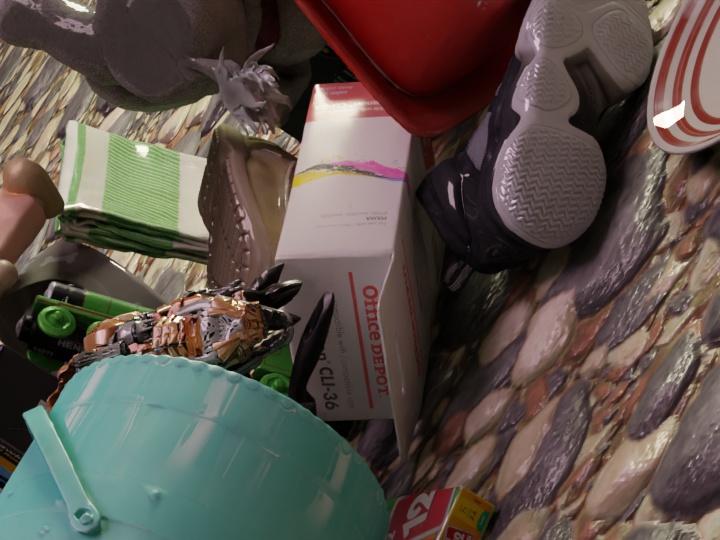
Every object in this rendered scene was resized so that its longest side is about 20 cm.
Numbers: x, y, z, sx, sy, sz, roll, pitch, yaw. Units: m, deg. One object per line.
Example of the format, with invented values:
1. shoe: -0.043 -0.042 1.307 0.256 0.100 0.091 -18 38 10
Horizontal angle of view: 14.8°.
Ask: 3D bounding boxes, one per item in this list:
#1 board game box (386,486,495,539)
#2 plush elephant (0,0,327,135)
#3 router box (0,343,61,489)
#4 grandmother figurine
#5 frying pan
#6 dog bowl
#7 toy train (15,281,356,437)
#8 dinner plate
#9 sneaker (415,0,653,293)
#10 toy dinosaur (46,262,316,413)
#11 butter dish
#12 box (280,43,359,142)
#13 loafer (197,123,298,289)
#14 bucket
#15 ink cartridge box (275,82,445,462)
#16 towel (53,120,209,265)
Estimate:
1. board game box: -0.004 0.163 1.398 0.096 0.030 0.200 -64 16 -20
2. plush elephant: -0.081 -0.162 1.616 0.155 0.200 0.165 -24 -31 -54
3. router box: -0.159 0.117 1.601 0.051 0.199 0.149 -60 17 -16
4. grandmother figurine: -0.240 0.027 1.557 0.121 0.060 0.200 -46 12 46
5. frying pan: -0.044 0.086 1.476 0.115 0.031 0.191 -128 53 -67
6. dog bowl: -0.139 0.062 1.672 0.059 0.200 0.200 -46 14 -18
7. toy train: -0.095 0.050 1.561 0.057 0.199 0.042 -79 8 -47
8. dinner plate: 0.209 -0.137 1.340 0.200 0.024 0.201 -49 19 23
9. sneaker: 0.088 -0.078 1.479 0.114 0.075 0.201 -38 25 48
10. toy dinosaur: -0.096 0.046 1.385 0.199 0.135 0.103 9 96 50
11. butter dish: 0.049 -0.204 1.513 0.148 0.200 0.199 -41 -3 42
12. box: 0.029 -0.180 1.738 0.200 0.124 0.149 -43 22 41
13. loafer: -0.052 -0.033 1.580 0.200 0.068 0.076 -106 26 -66
14. bucket: -0.090 0.146 1.304 0.207 0.207 0.135 -35 24 51
15. ink cartridge box: 0.000 0.000 1.501 0.201 0.067 0.117 -80 -16 -51
16. towel: -0.087 -0.040 1.696 0.153 0.199 0.024 -100 22 -65
